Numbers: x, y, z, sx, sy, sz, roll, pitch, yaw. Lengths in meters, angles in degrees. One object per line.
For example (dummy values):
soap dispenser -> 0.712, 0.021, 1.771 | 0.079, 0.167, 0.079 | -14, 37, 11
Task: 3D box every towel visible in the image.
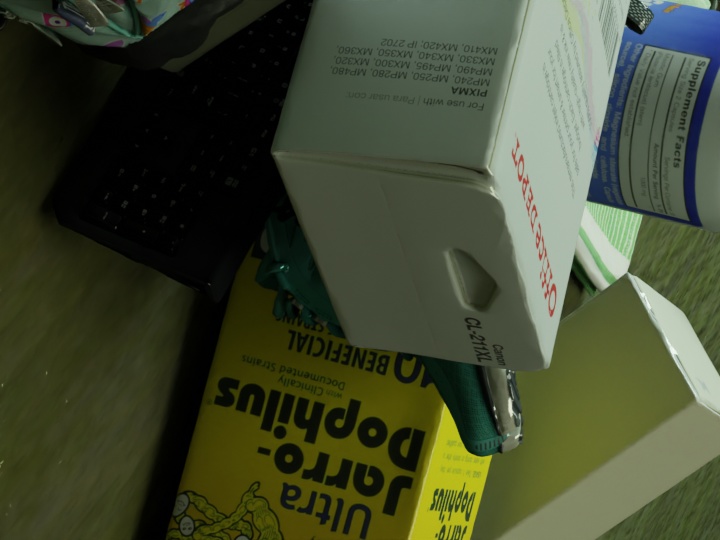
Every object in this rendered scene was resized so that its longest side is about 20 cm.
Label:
towel -> 0.153, -0.098, 1.505 | 0.153, 0.023, 0.201 | 44, 63, -61

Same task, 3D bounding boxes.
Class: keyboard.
keyboard -> -0.033, -0.082, 1.014 | 0.040, 0.104, 0.200 | 105, 11, -61

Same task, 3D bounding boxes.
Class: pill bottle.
pill bottle -> 0.165, -0.080, 1.326 | 0.112, 0.199, 0.112 | -42, 139, -52

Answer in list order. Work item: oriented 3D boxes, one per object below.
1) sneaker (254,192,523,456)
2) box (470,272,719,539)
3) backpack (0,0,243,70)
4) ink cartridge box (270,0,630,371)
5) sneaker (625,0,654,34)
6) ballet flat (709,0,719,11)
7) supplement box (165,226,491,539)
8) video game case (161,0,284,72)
sneaker -> 0.000, 0.000, 1.044 | 0.080, 0.200, 0.078 | -32, 155, -9
box -> 0.080, 0.095, 1.240 | 0.200, 0.082, 0.068 | -35, 147, 16
backpack -> -0.095, -0.160, 0.817 | 0.200, 0.126, 0.167 | 28, 83, -60
ink cartridge box -> 0.041, -0.085, 0.954 | 0.146, 0.083, 0.200 | 70, 31, -58
sneaker -> 0.070, -0.119, 1.173 | 0.078, 0.140, 0.200 | -65, 153, -24
ballet flat -> 0.250, -0.187, 1.638 | 0.064, 0.067, 0.201 | 124, -15, -81
supplement box -> -0.006, 0.075, 1.138 | 0.109, 0.109, 0.201 | 20, 84, -72
video game case -> -0.009, -0.179, 0.939 | 0.023, 0.200, 0.183 | 26, 68, -21
